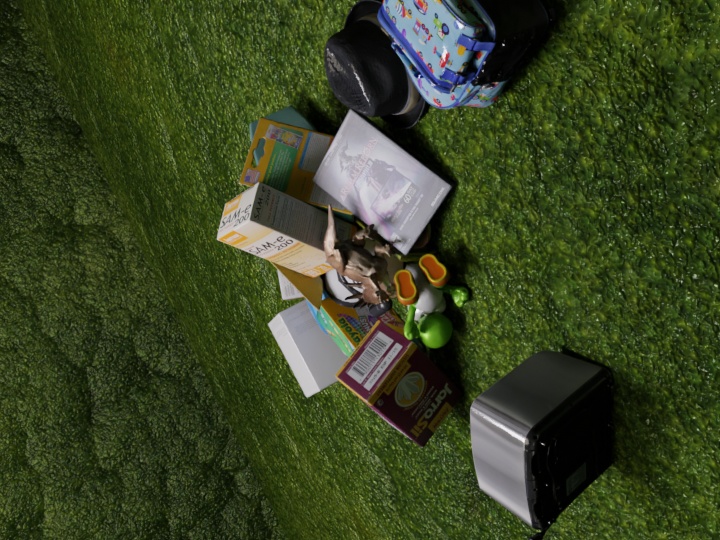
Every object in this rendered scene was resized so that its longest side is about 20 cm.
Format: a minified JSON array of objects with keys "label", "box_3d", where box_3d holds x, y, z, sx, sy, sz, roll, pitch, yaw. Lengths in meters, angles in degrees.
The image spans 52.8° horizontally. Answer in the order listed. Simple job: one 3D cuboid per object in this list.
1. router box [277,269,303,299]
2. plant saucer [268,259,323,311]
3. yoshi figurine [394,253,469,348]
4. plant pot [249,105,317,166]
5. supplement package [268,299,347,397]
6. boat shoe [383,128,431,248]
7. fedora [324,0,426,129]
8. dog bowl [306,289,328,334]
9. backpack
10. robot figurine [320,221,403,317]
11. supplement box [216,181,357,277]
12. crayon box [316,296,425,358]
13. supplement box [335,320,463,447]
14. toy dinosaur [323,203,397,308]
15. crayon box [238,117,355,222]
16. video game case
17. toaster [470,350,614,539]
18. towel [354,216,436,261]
[{"label":"router box","box_3d":[-0.163,-0.062,1.555,0.180,0.048,0.202,-116,18,-70]},{"label":"plant saucer","box_3d":[-0.146,-0.023,1.376,0.200,0.048,0.200,47,175,-15]},{"label":"yoshi figurine","box_3d":[0.115,0.064,1.187,0.112,0.113,0.200,14,159,17]},{"label":"plant pot","box_3d":[-0.123,-0.191,1.343,0.142,0.140,0.201,83,161,-69]},{"label":"supplement package","box_3d":[-0.110,0.176,1.699,0.201,0.121,0.120,62,155,6]},{"label":"boat shoe","box_3d":[0.068,-0.134,1.168,0.073,0.063,0.201,-15,103,33]},{"label":"fedora","box_3d":[0.009,-0.295,1.078,0.201,0.091,0.202,43,148,36]},{"label":"dog bowl","box_3d":[-0.076,0.053,1.546,0.112,0.049,0.201,54,161,30]},{"label":"backpack","box_3d":[0.107,-0.284,0.866,0.183,0.134,0.200,58,156,13]},{"label":"robot figurine","box_3d":[-0.002,-0.001,1.330,0.150,0.126,0.200,26,158,-14]},{"label":"supplement box","box_3d":[-0.123,-0.063,1.225,0.126,0.199,0.074,-21,53,52]},{"label":"crayon box","box_3d":[0.017,0.121,1.415,0.200,0.118,0.058,49,151,27]},{"label":"supplement box","box_3d":[0.071,0.204,1.290,0.103,0.131,0.200,29,167,48]},{"label":"toy dinosaur","box_3d":[-0.008,-0.008,1.175,0.200,0.086,0.135,44,156,-8]},{"label":"crayon box","box_3d":[-0.090,-0.171,1.225,0.199,0.127,0.052,15,168,3]},{"label":"video game case","box_3d":[0.031,-0.138,1.136,0.200,0.019,0.143,38,123,8]},{"label":"toaster","box_3d":[0.250,0.237,0.999,0.118,0.199,0.182,22,133,47]},{"label":"towel","box_3d":[0.039,-0.076,1.241,0.200,0.086,0.018,43,122,37]}]
